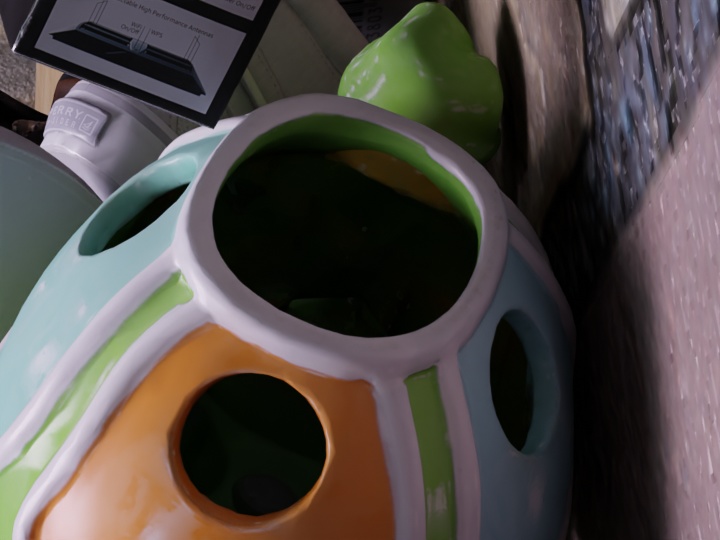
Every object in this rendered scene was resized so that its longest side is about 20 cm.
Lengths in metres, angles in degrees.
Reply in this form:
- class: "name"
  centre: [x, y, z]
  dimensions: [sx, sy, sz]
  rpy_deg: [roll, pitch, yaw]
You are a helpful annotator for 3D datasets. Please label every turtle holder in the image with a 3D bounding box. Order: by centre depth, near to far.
- class: "turtle holder"
  centre: [-0.004, 0.027, 0.624]
  dimensions: [0.141, 0.185, 0.132]
  rpy_deg: [41, 137, 24]

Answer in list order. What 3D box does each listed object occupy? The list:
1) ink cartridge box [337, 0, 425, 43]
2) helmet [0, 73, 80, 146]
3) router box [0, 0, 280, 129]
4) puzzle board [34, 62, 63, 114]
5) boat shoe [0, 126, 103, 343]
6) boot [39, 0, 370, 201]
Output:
- class: "ink cartridge box"
  centre: [-0.016, -0.182, 0.791]
  dimensions: [0.163, 0.050, 0.201]
  rpy_deg: [95, 164, -59]
- class: "helmet"
  centre: [-0.143, 0.016, 0.865]
  dimensions: [0.190, 0.199, 0.202]
  rpy_deg: [-15, 80, 53]
- class: "router box"
  centre: [-0.040, -0.147, 0.636]
  dimensions: [0.158, 0.052, 0.200]
  rpy_deg: [-62, 25, 19]
- class: "puzzle board"
  centre: [-0.101, -0.042, 1.014]
  dimensions: [0.201, 0.017, 0.151]
  rpy_deg: [98, 161, -45]
- class: "boat shoe"
  centre: [-0.077, 0.027, 0.730]
  dimensions: [0.070, 0.071, 0.200]
  rpy_deg: [39, 171, 49]
- class: "boot"
  centre: [0.000, 0.000, 0.768]
  dimensions: [0.073, 0.096, 0.200]
  rpy_deg: [18, 150, 50]
